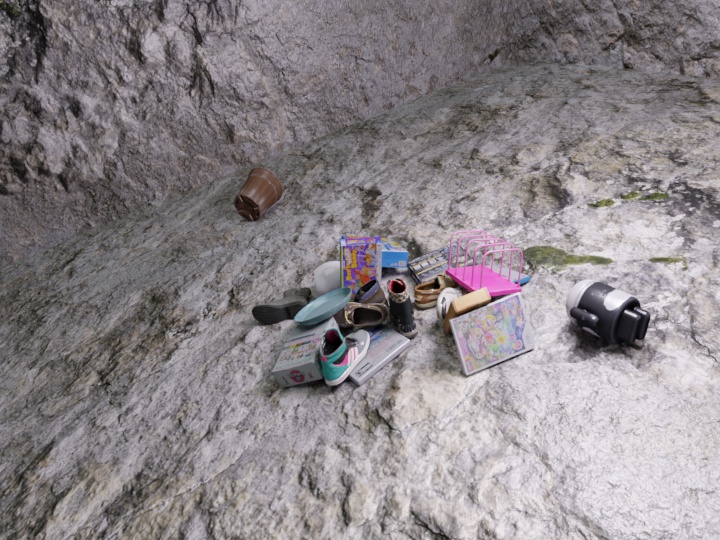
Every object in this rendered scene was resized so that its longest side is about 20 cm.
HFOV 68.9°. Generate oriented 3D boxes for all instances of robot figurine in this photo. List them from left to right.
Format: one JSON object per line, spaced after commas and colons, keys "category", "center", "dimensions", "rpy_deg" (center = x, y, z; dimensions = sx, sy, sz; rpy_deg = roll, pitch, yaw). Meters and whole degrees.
{"category": "robot figurine", "center": [0.601, 0.104, 1.290], "dimensions": [0.126, 0.150, 0.199], "rpy_deg": [-53, 38, -3]}

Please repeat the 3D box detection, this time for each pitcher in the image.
{"category": "pitcher", "center": [-0.062, 0.016, 1.788], "dimensions": [0.192, 0.125, 0.173], "rpy_deg": [-9, 26, -6]}

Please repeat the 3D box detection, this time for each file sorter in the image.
{"category": "file sorter", "center": [0.347, -0.026, 1.477], "dimensions": [0.134, 0.130, 0.200], "rpy_deg": [-5, 20, -18]}

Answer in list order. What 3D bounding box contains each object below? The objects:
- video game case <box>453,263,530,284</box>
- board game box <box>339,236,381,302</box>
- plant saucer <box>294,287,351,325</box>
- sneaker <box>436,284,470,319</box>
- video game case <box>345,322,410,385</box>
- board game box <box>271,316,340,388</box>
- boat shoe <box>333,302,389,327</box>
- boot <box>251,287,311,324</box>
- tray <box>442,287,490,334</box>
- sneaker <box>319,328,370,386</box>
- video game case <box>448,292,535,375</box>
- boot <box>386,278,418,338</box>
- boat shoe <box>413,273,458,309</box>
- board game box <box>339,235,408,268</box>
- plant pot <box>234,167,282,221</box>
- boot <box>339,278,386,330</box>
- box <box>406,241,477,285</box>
{"category": "video game case", "center": [0.392, 0.023, 1.565], "dimensions": [0.195, 0.018, 0.141], "rpy_deg": [-13, 24, -37]}
{"category": "board game box", "center": [0.000, 0.000, 1.663], "dimensions": [0.129, 0.207, 0.045], "rpy_deg": [-4, 29, -7]}
{"category": "plant saucer", "center": [-0.109, 0.112, 1.589], "dimensions": [0.195, 0.028, 0.201], "rpy_deg": [-27, 13, 6]}
{"category": "sneaker", "center": [0.289, 0.085, 1.491], "dimensions": [0.086, 0.079, 0.197], "rpy_deg": [10, 25, 39]}
{"category": "video game case", "center": [0.017, 0.225, 1.496], "dimensions": [0.197, 0.023, 0.180], "rpy_deg": [-34, 34, -24]}
{"category": "board game box", "center": [-0.152, 0.231, 1.509], "dimensions": [0.143, 0.066, 0.202], "rpy_deg": [-18, 26, 25]}
{"category": "boat shoe", "center": [-0.013, 0.133, 1.555], "dimensions": [0.192, 0.075, 0.059], "rpy_deg": [-4, 1, 18]}
{"category": "boot", "center": [-0.266, 0.115, 1.793], "dimensions": [0.192, 0.070, 0.132], "rpy_deg": [-6, 26, 4]}
{"category": "tray", "center": [0.278, 0.112, 1.389], "dimensions": [0.096, 0.201, 0.038], "rpy_deg": [-21, 67, -6]}
{"category": "sneaker", "center": [-0.048, 0.199, 1.428], "dimensions": [0.081, 0.124, 0.201], "rpy_deg": [5, 37, 33]}
{"category": "video game case", "center": [0.332, 0.159, 1.321], "dimensions": [0.194, 0.148, 0.018], "rpy_deg": [-20, 6, -6]}
{"category": "boot", "center": [0.112, 0.082, 1.543], "dimensions": [0.071, 0.158, 0.205], "rpy_deg": [-17, 30, -4]}
{"category": "boat shoe", "center": [0.252, 0.052, 1.599], "dimensions": [0.194, 0.076, 0.076], "rpy_deg": [-21, 30, -6]}
{"category": "board game box", "center": [0.044, -0.066, 1.816], "dimensions": [0.192, 0.058, 0.196], "rpy_deg": [3, 16, -17]}
{"category": "plant pot", "center": [-0.510, -0.362, 2.572], "dimensions": [0.194, 0.204, 0.201], "rpy_deg": [1, 42, 28]}
{"category": "boot", "center": [-0.011, 0.104, 1.630], "dimensions": [0.195, 0.100, 0.074], "rpy_deg": [-27, 31, -18]}
{"category": "box", "center": [0.266, -0.012, 1.725], "dimensions": [0.194, 0.050, 0.162], "rpy_deg": [-22, 29, -7]}
